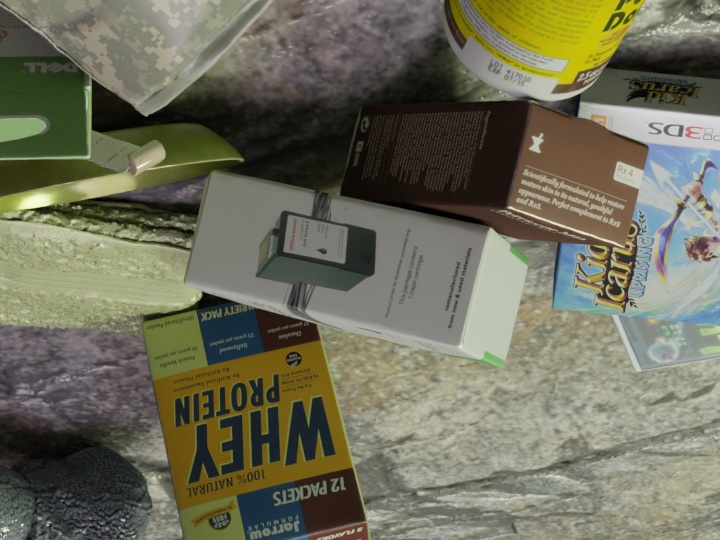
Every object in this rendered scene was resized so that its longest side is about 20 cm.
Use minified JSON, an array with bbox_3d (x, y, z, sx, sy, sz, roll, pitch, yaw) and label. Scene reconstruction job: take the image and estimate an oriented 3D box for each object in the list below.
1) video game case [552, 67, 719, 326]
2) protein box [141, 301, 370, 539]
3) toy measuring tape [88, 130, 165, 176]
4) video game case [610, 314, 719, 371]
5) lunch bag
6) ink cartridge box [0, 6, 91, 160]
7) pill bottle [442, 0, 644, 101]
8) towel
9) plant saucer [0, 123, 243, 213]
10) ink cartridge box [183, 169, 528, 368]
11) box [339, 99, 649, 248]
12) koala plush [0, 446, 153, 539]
[{"bbox_3d":[0.234,-0.045,1.235,0.181,0.046,0.200,7,134,6],"label":"video game case"},{"bbox_3d":[-0.077,0.154,1.376,0.135,0.200,0.199,-13,153,-4],"label":"protein box"},{"bbox_3d":[-0.190,-0.111,1.048,0.200,0.074,0.074,23,172,45],"label":"toy measuring tape"},{"bbox_3d":[0.265,-0.010,1.308,0.181,0.023,0.200,-11,131,22],"label":"video game case"},{"bbox_3d":[-0.112,-0.196,0.899,0.164,0.118,0.200,38,112,-25],"label":"lunch bag"},{"bbox_3d":[-0.203,-0.114,0.982,0.104,0.200,0.059,-1,139,-9],"label":"ink cartridge box"},{"bbox_3d":[0.126,-0.197,1.003,0.109,0.109,0.200,4,145,-16],"label":"pill bottle"},{"bbox_3d":[-0.209,0.000,1.301,0.199,0.037,0.148,6,145,-18],"label":"towel"},{"bbox_3d":[-0.177,-0.067,1.139,0.199,0.031,0.200,-11,-179,0],"label":"plant saucer"},{"bbox_3d":[0.000,0.000,1.192,0.200,0.084,0.146,13,176,18],"label":"ink cartridge box"},{"bbox_3d":[0.083,-0.064,1.141,0.100,0.075,0.200,17,173,-30],"label":"box"},{"bbox_3d":[-0.303,0.216,1.502,0.200,0.178,0.184,24,124,-37],"label":"koala plush"}]
